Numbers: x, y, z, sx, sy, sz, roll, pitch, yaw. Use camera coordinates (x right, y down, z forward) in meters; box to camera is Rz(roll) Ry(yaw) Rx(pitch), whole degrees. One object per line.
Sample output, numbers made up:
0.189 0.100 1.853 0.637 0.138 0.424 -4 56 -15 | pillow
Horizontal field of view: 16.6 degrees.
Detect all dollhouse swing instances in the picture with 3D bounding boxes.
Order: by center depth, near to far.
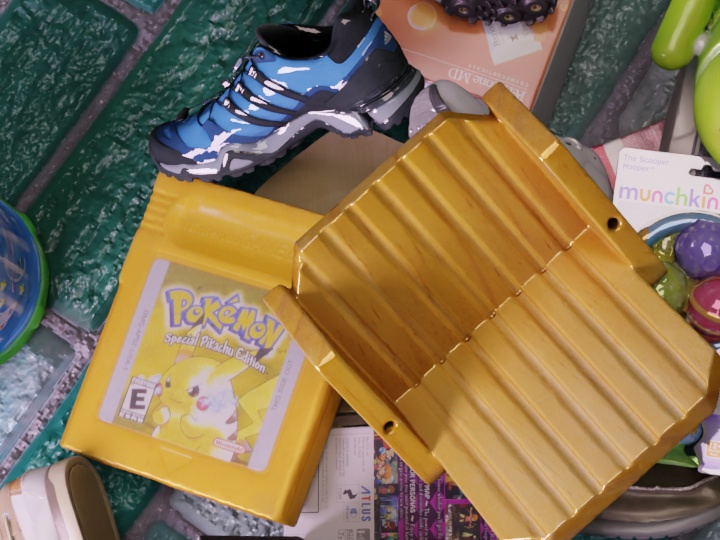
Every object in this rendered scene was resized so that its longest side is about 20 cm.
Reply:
0.083 0.033 1.469 0.200 0.176 0.182 -41 117 2 | dollhouse swing

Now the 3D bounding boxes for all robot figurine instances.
0.271 -0.130 1.548 0.175 0.116 0.200 23 43 -4 | robot figurine

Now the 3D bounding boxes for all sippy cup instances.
-0.286 -0.004 1.637 0.140 0.130 0.178 -43 76 -6 | sippy cup

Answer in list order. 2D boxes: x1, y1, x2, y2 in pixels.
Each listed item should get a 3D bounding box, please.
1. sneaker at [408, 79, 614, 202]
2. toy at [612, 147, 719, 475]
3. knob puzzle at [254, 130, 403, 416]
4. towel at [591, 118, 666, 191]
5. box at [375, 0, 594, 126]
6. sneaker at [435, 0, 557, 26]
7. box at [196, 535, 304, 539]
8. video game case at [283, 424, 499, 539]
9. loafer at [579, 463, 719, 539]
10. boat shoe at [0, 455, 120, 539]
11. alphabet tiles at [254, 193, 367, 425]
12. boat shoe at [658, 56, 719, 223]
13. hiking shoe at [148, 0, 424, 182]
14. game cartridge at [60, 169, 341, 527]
0.108 -0.057 1.597 0.200 0.075 0.087 45 62 -25 | sneaker
0.207 0.026 1.548 0.115 0.047 0.200 7 88 7 | toy
0.000 0.000 1.647 0.220 0.030 0.220 -3 74 9 | knob puzzle
0.142 -0.001 1.653 0.200 0.023 0.144 -21 76 1 | towel
0.093 -0.199 1.665 0.124 0.097 0.200 19 80 10 | box
0.038 -0.219 1.593 0.200 0.072 0.072 22 54 5 | sneaker
-0.032 0.264 1.504 0.200 0.122 0.106 42 107 26 | box
0.035 0.196 1.568 0.181 0.036 0.200 -5 81 28 | video game case
0.145 0.133 1.588 0.200 0.075 0.070 -1 94 5 | loafer
-0.187 0.226 1.610 0.068 0.075 0.200 -19 77 21 | boat shoe
-0.063 0.051 1.663 0.196 0.015 0.200 -25 76 -4 | alphabet tiles
0.239 -0.039 1.611 0.093 0.075 0.200 9 87 1 | boat shoe
-0.058 -0.122 1.611 0.200 0.074 0.087 -17 115 23 | hiking shoe
-0.089 0.048 1.614 0.176 0.032 0.200 16 84 25 | game cartridge
